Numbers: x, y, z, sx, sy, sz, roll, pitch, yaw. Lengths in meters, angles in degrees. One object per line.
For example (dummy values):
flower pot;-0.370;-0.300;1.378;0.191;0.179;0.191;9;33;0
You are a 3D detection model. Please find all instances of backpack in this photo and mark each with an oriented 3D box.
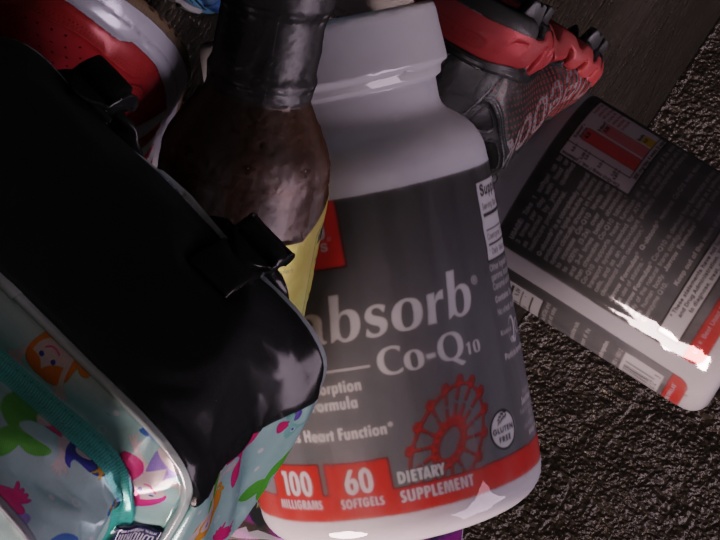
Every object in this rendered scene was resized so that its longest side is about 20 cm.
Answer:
backpack;-0.125;0.051;0.659;0.151;0.178;0.200;-40;170;-38

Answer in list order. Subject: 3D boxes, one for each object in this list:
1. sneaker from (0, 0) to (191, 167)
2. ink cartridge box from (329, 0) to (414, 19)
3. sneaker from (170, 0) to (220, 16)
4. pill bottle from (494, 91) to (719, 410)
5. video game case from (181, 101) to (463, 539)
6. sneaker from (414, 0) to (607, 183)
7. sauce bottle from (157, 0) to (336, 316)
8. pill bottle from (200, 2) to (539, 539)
sneaker;-0.118;-0.035;0.734;0.113;0.071;0.200;-59;173;-15
ink cartridge box;0.003;-0.116;1.031;0.146;0.084;0.200;-49;166;-42
sneaker;-0.024;-0.159;0.695;0.200;0.090;0.078;106;0;-50
pill bottle;0.123;-0.025;1.063;0.116;0.200;0.116;-55;170;-14
video game case;-0.023;0.032;0.907;0.200;0.036;0.181;13;81;-44
sneaker;0.058;-0.087;0.945;0.098;0.071;0.200;-60;165;11
sauce bottle;-0.045;-0.014;0.720;0.065;0.065;0.200;-38;145;-62
pill bottle;0.000;0.000;0.813;0.116;0.116;0.200;-31;112;-69
